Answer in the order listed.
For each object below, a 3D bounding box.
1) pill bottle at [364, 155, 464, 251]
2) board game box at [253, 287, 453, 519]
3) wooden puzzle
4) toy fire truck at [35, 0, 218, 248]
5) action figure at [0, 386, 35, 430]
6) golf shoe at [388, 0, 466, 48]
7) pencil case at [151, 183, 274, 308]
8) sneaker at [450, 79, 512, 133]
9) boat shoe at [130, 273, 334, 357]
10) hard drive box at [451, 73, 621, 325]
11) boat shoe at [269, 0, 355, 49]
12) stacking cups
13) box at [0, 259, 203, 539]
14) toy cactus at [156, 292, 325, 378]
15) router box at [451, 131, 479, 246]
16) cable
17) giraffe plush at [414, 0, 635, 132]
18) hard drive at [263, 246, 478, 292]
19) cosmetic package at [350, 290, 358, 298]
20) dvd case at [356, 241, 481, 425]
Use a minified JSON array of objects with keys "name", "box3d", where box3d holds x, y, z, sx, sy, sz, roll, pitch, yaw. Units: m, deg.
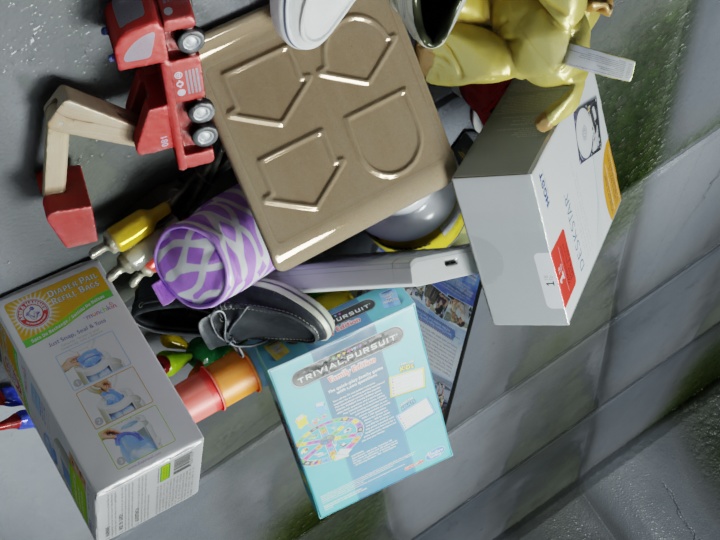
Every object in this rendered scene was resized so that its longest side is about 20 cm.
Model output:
[{"name":"pill bottle","box3d":[0.041,-0.078,1.196,0.112,0.112,0.200,-38,168,3]},{"name":"board game box","box3d":[-0.003,0.126,1.221,0.149,0.047,0.202,-23,126,-11]},{"name":"wooden puzzle","box3d":[-0.031,-0.127,1.035,0.184,0.202,0.046,-28,-161,-20]},{"name":"toy fire truck","box3d":[-0.178,-0.113,0.932,0.139,0.049,0.201,-15,142,-11]},{"name":"action figure","box3d":[-0.292,0.144,1.233,0.198,0.065,0.100,-16,140,-38]},{"name":"golf shoe","box3d":[0.072,-0.259,0.938,0.077,0.098,0.202,3,129,-9]},{"name":"pencil case","box3d":[-0.096,-0.035,1.114,0.085,0.085,0.200,-26,-176,37]},{"name":"sneaker","box3d":[0.157,-0.153,1.258,0.078,0.116,0.200,-40,158,5]},{"name":"boat shoe","box3d":[-0.118,0.042,1.141,0.075,0.197,0.063,76,29,-54]},{"name":"hard drive box","box3d":[0.165,-0.072,1.151,0.201,0.076,0.157,-57,137,-45]},{"name":"boat shoe","box3d":[-0.007,-0.238,0.918,0.073,0.066,0.201,-10,137,-38]},{"name":"stacking cups","box3d":[-0.091,0.081,1.213,0.198,0.061,0.061,-28,155,-21]},{"name":"box","box3d":[-0.227,0.111,1.095,0.100,0.201,0.113,-24,155,-24]},{"name":"toy cactus","box3d":[-0.127,0.062,1.312,0.199,0.103,0.165,-34,175,-15]},{"name":"router box","box3d":[0.146,-0.084,1.448,0.199,0.052,0.158,-7,142,-49]},{"name":"cable","box3d":[-0.141,-0.061,1.090,0.199,0.051,0.097,-39,152,3]},{"name":"giraffe plush","box3d":[0.152,-0.234,1.091,0.174,0.199,0.162,-60,178,32]},{"name":"hard drive","box3d":[0.000,0.000,1.164,0.198,0.027,0.131,-4,-176,36]},{"name":"cosmetic package","box3d":[-0.012,0.105,1.380,0.073,0.201,0.103,-45,156,27]},{"name":"dvd case","box3d":[0.054,0.056,1.336,0.142,0.202,0.017,31,150,-25]}]
